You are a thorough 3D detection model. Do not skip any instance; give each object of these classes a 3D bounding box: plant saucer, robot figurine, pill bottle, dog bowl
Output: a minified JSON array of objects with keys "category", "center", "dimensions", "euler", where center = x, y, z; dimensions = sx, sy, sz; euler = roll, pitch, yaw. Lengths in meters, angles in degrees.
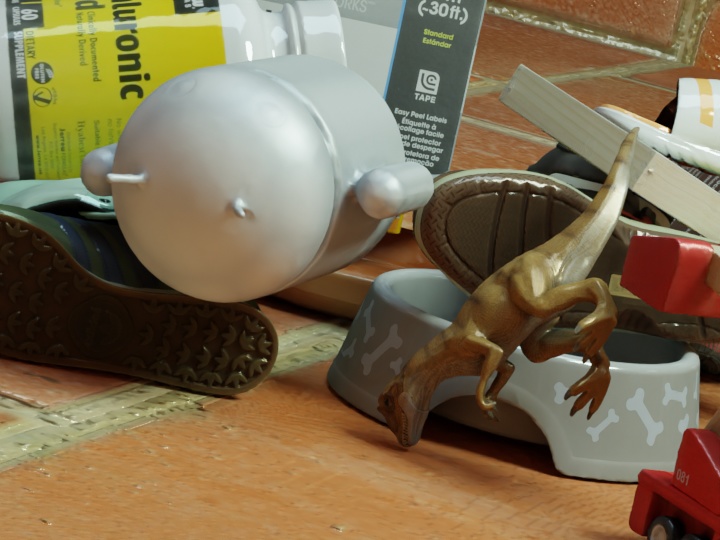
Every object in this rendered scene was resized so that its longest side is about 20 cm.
[{"category":"plant saucer","center":[0.000,0.000,1.768],"dimensions":[0.200,0.032,0.200],"euler":[13,10,-2]},{"category":"robot figurine","center":[-0.049,-0.046,1.443],"dimensions":[0.169,0.113,0.200],"euler":[2,8,22]},{"category":"pill bottle","center":[-0.110,-0.104,1.654],"dimensions":[0.200,0.112,0.111],"euler":[-5,13,-7]},{"category":"dog bowl","center":[0.086,0.051,1.542],"dimensions":[0.200,0.059,0.200],"euler":[12,12,-3]}]

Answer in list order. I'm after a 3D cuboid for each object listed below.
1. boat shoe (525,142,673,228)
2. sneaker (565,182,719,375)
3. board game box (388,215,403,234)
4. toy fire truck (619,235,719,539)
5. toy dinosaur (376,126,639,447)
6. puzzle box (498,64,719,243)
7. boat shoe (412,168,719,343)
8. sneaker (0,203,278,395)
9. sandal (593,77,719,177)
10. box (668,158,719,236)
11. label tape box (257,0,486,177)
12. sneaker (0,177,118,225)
[{"category":"boat shoe","center":[0.150,-0.055,1.800],"dimensions":[0.072,0.061,0.201],"euler":[38,-7,-14]},{"category":"sneaker","center":[0.164,0.029,1.718],"dimensions":[0.071,0.098,0.200],"euler":[6,-19,40]},{"category":"board game box","center":[-0.010,-0.055,1.903],"dimensions":[0.200,0.026,0.200],"euler":[17,8,34]},{"category":"toy fire truck","center":[0.176,0.071,1.320],"dimensions":[0.049,0.141,0.200],"euler":[7,12,-28]},{"category":"toy dinosaur","center":[0.089,0.009,1.422],"dimensions":[0.106,0.200,0.060],"euler":[41,-8,39]},{"category":"puzzle box","center":[0.179,-0.039,1.620],"dimensions":[0.200,0.025,0.133],"euler":[30,5,-39]},{"category":"boat shoe","center":[0.106,-0.005,1.527],"dimensions":[0.202,0.075,0.075],"euler":[19,1,-27]},{"category":"sneaker","center":[-0.142,0.007,1.472],"dimensions":[0.200,0.067,0.090],"euler":[18,12,-14]},{"category":"sandal","center":[0.235,-0.077,1.723],"dimensions":[0.206,0.059,0.079],"euler":[17,2,-10]},{"category":"box","center":[0.252,0.005,1.818],"dimensions":[0.200,0.075,0.100],"euler":[31,-19,53]},{"category":"label tape box","center":[-0.001,-0.159,1.816],"dimensions":[0.143,0.200,0.066],"euler":[11,8,-9]},{"category":"sneaker","center":[-0.106,-0.012,1.581],"dimensions":[0.200,0.074,0.118],"euler":[0,7,-13]}]
